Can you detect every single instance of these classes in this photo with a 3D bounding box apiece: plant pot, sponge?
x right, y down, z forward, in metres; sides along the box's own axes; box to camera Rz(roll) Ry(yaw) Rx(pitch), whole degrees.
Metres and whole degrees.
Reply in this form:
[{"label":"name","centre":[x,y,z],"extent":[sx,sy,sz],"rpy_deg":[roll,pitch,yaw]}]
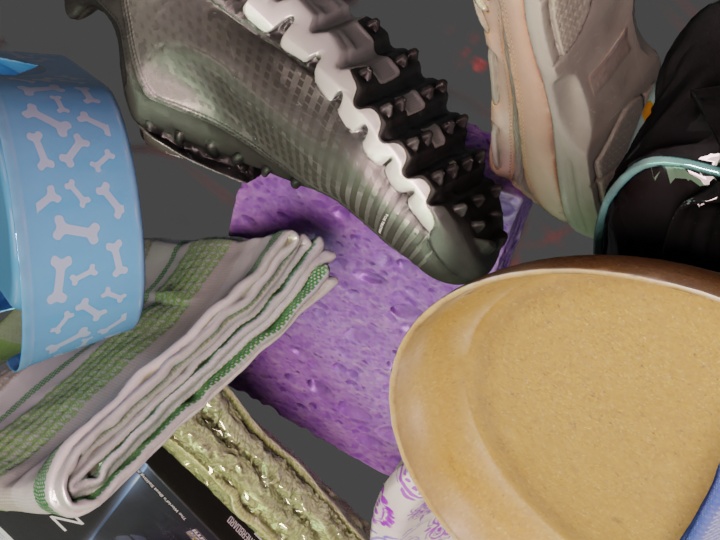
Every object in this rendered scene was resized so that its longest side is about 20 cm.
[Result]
[{"label":"plant pot","centre":[0.103,0.064,0.696],"extent":[0.200,0.027,0.200],"rpy_deg":[22,144,17]},{"label":"sponge","centre":[0.000,0.000,0.949],"extent":[0.111,0.030,0.200],"rpy_deg":[29,141,11]}]

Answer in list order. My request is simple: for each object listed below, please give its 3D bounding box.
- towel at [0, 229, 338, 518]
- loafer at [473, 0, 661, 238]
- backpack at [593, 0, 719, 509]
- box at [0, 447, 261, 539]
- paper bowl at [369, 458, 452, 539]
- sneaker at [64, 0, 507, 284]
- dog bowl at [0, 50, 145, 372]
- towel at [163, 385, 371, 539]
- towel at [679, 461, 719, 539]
[{"label":"towel","centre":[-0.112,0.034,0.935],"extent":[0.200,0.149,0.031],"rpy_deg":[2,130,57]},{"label":"loafer","centre":[0.059,-0.092,0.783],"extent":[0.063,0.072,0.200],"rpy_deg":[21,143,30]},{"label":"backpack","centre":[0.160,0.018,0.744],"extent":[0.176,0.153,0.200],"rpy_deg":[18,135,13]},{"label":"box","centre":[-0.109,0.124,1.148],"extent":[0.200,0.044,0.160],"rpy_deg":[48,140,-14]},{"label":"paper bowl","centre":[0.112,0.109,0.915],"extent":[0.200,0.104,0.201],"rpy_deg":[21,140,19]},{"label":"sneaker","centre":[-0.032,-0.061,0.846],"extent":[0.200,0.066,0.091],"rpy_deg":[48,117,7]},{"label":"dog bowl","centre":[-0.125,-0.030,0.917],"extent":[0.200,0.050,0.112],"rpy_deg":[-143,48,-70]},{"label":"towel","centre":[-0.036,0.097,1.018],"extent":[0.200,0.036,0.148],"rpy_deg":[45,174,-17]},{"label":"towel","centre":[0.175,0.134,0.681],"extent":[0.200,0.024,0.147],"rpy_deg":[27,144,9]}]
